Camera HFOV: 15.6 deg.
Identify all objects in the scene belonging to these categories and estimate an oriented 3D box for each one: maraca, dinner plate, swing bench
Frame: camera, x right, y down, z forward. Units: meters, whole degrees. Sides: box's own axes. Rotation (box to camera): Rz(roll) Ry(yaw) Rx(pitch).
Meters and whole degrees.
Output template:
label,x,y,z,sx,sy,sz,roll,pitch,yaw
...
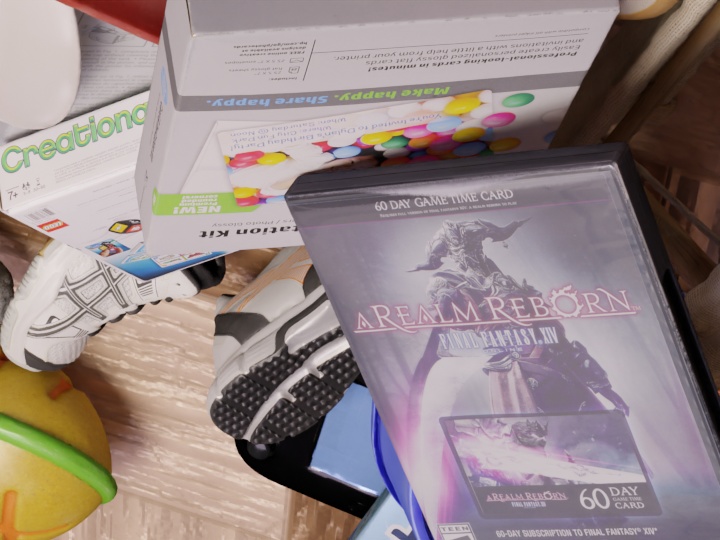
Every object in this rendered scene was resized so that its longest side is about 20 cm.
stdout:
label,x,y,z,sx,sy,sz,roll,pitch,yaw
maraca,-0.218,0.090,1.420,0.199,0.107,0.137,10,157,36
dinner plate,-0.185,-0.140,1.075,0.200,0.024,0.201,37,149,27
swing bench,0.166,-0.048,1.049,0.199,0.129,0.201,-53,56,44

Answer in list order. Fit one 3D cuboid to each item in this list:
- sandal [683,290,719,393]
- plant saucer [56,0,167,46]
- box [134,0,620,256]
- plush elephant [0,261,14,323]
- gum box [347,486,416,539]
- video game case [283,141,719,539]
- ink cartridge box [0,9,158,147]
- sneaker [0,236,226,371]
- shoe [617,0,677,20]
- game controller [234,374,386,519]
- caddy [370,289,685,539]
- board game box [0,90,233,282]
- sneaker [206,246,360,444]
label,x,y,z,sx,sy,sz,roll,pitch,yaw
sandal,0.189,0.068,1.244,0.205,0.059,0.079,18,134,10
plant saucer,0.007,-0.129,0.942,0.199,0.037,0.199,-21,157,30
box,-0.001,-0.065,1.000,0.155,0.041,0.200,-4,160,-12
plush elephant,-0.311,-0.011,1.343,0.155,0.164,0.201,-41,76,29
gum box,0.083,0.158,1.326,0.169,0.045,0.200,34,119,-1
video game case,0.068,0.044,1.015,0.142,0.019,0.201,-4,124,31
ink cartridge box,-0.067,-0.100,1.137,0.161,0.057,0.200,-2,153,-22
sneaker,-0.115,-0.003,1.312,0.087,0.076,0.200,30,135,-2
shoe,0.051,-0.162,1.044,0.200,0.053,0.070,44,124,33
game controller,0.033,0.094,1.351,0.199,0.042,0.105,22,134,5
caddy,0.078,0.049,1.203,0.140,0.105,0.201,-1,113,-9
board game box,-0.044,-0.052,1.155,0.199,0.035,0.126,-18,159,19
sneaker,0.000,0.000,1.267,0.199,0.080,0.074,-33,133,21
